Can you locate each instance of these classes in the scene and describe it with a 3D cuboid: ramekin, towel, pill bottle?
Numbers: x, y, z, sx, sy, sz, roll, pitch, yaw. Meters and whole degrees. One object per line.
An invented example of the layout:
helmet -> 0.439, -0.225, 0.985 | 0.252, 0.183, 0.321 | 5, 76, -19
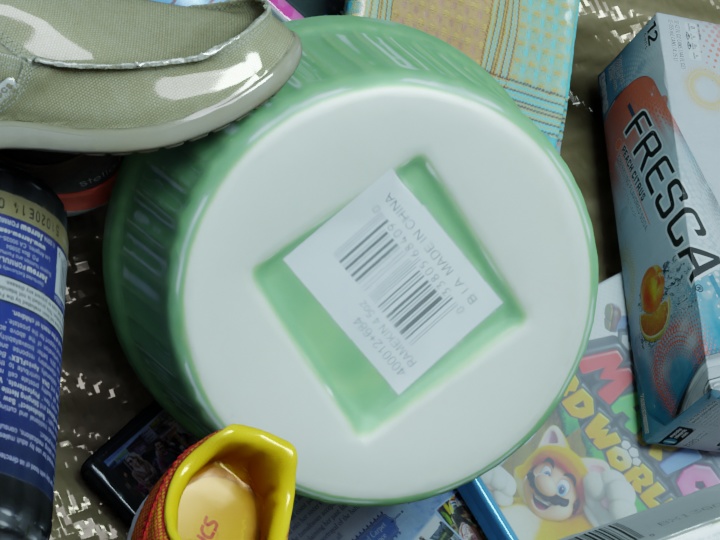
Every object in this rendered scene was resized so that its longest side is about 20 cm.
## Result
ramekin -> 0.000, 0.000, 1.106 | 0.200, 0.098, 0.200 | -3, 102, -14
towel -> 0.047, -0.104, 1.222 | 0.147, 0.022, 0.200 | 14, 82, -44
pill bottle -> -0.176, 0.061, 1.074 | 0.112, 0.112, 0.200 | 9, 65, -19

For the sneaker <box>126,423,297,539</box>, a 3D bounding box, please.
sneaker -> -0.067, 0.143, 0.990 | 0.073, 0.077, 0.200 | 18, 52, -17

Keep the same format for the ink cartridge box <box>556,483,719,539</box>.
ink cartridge box -> 0.140, 0.204, 1.158 | 0.109, 0.050, 0.200 | -17, 102, -15

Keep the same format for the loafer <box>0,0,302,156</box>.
loafer -> -0.123, -0.085, 1.044 | 0.200, 0.076, 0.068 | -8, 115, 0

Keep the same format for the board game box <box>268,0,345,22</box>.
board game box -> -0.036, -0.174, 1.258 | 0.200, 0.064, 0.148 | 41, 59, -2

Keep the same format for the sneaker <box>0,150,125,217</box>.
sneaker -> -0.192, -0.080, 1.127 | 0.200, 0.082, 0.077 | 8, 66, 0

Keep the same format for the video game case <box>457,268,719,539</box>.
video game case -> 0.130, 0.075, 1.237 | 0.200, 0.018, 0.143 | -26, 79, -35

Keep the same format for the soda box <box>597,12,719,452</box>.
soda box -> 0.162, -0.018, 1.251 | 0.068, 0.064, 0.200 | 8, 60, -23

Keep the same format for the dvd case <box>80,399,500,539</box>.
dvd case -> -0.007, 0.116, 1.175 | 0.200, 0.018, 0.143 | 48, 60, 1

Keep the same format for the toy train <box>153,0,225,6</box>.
toy train -> -0.102, -0.115, 1.176 | 0.200, 0.114, 0.087 | 41, 60, -2
